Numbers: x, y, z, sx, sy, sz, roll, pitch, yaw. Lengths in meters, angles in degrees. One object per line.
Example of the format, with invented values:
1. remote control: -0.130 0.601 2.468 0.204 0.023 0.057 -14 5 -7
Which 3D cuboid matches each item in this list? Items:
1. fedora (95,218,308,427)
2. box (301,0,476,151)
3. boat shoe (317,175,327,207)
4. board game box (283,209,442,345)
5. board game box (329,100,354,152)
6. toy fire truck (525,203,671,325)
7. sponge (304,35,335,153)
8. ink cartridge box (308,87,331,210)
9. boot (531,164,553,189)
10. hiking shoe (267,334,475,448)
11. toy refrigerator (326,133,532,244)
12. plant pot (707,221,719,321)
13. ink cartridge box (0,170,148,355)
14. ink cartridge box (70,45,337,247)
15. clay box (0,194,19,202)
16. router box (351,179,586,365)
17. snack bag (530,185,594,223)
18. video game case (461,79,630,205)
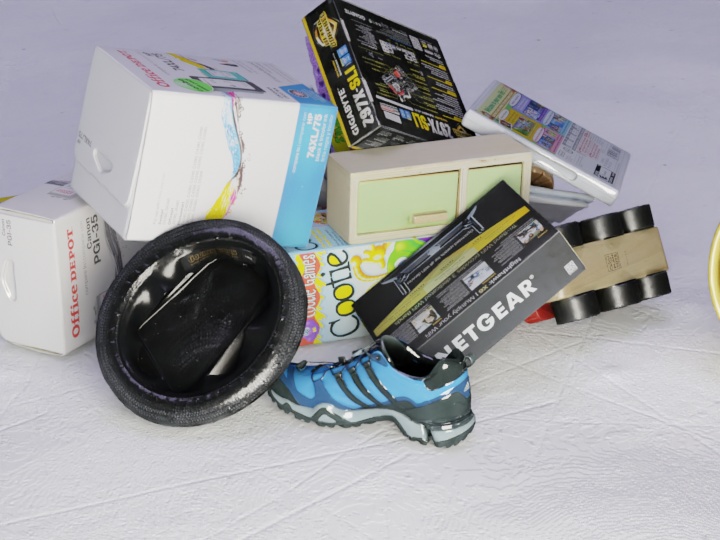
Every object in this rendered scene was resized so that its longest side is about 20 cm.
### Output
1. fedora: -0.139 0.056 1.501 0.198 0.203 0.092 4 -18 9
2. box: 0.037 -0.188 1.721 0.049 0.161 0.199 -31 -24 30
3. boat shoe: -0.120 -0.120 1.731 0.198 0.057 0.069 16 -26 -14
4. board game box: 0.000 0.000 1.677 0.198 0.104 0.105 -7 25 -20
5. board game box: 0.040 -0.146 1.795 0.047 0.103 0.199 -24 -4 31
6. toy fire truck: 0.195 -0.009 1.716 0.175 0.130 0.199 -14 -2 -40
7. sponge: -0.010 -0.157 1.831 0.030 0.202 0.111 -19 -23 16
8. ink cartridge box: -0.125 -0.105 1.809 0.198 0.148 0.084 -16 10 1
9. boot: 0.176 -0.128 1.862 0.074 0.109 0.200 14 -6 -8
10. hiking shoe: 0.010 0.093 1.465 0.198 0.088 0.074 8 22 18
11. toy refrigerator: 0.070 -0.082 1.643 0.198 0.077 0.070 -8 25 -22
12. plant pot: 0.441 -0.005 1.600 0.198 0.203 0.189 5 6 13
13. ink cartridge box: -0.273 -0.019 1.663 0.082 0.148 0.200 11 25 27
14. ink cartridge box: -0.152 -0.117 1.571 0.198 0.148 0.147 1 23 -34
15. clay box: -0.392 -0.048 1.871 0.198 0.048 0.115 -9 23 -25
16. router box: 0.099 0.016 1.565 0.199 0.052 0.157 -39 26 2
17. snack bag: 0.142 -0.072 1.829 0.186 0.022 0.200 7 -9 -10
18. video game case: 0.207 -0.143 1.801 0.181 0.022 0.200 29 20 4
